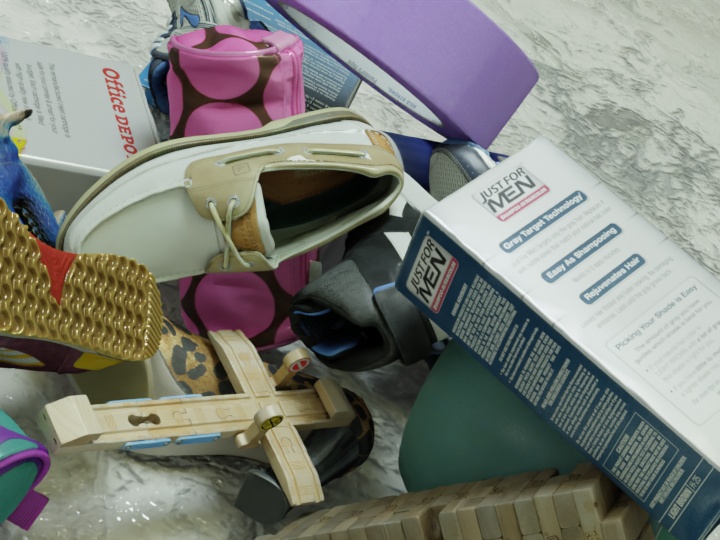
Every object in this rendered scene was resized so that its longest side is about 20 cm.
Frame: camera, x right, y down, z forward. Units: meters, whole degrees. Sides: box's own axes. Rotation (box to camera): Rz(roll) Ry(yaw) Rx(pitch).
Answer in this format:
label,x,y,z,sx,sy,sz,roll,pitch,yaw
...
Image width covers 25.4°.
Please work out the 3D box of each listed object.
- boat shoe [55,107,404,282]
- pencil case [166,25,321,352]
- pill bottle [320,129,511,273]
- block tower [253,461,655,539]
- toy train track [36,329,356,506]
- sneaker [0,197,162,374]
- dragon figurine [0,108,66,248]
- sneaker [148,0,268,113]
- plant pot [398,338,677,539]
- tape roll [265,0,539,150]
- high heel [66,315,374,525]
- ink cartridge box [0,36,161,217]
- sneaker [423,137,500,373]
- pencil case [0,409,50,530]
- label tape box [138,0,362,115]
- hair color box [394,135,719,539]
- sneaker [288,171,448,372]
label,x,y,z,sx,sy,sz,roll,pitch,yaw
boat shoe,-0.071,-0.036,0.892,0.200,0.075,0.068,-24,34,-15
pencil case,-0.067,-0.050,0.980,0.094,0.201,0.091,4,14,41
pill bottle,0.024,-0.035,1.108,0.200,0.120,0.120,7,36,-30
block tower,0.044,0.141,0.808,0.058,0.200,0.054,-24,100,-67
toy train track,-0.075,0.071,0.839,0.200,0.033,0.115,-1,52,-44
sneaker,-0.191,0.013,0.793,0.200,0.090,0.075,30,52,-51
dragon figurine,-0.215,-0.030,0.869,0.200,0.059,0.100,-22,99,-58
sneaker,-0.112,-0.152,1.098,0.085,0.077,0.200,-27,35,-6
plant pot,0.120,0.106,0.916,0.161,0.201,0.200,28,29,22
tape roll,0.020,-0.161,1.054,0.200,0.066,0.200,36,0,0
high heel,-0.087,0.061,0.938,0.200,0.071,0.143,39,26,12
ink cartridge box,-0.236,-0.081,1.005,0.200,0.084,0.145,10,35,-27
sneaker,0.065,0.017,1.021,0.085,0.200,0.077,-15,10,-30
pencil case,-0.247,0.058,0.790,0.200,0.085,0.092,39,-2,17
label tape box,-0.085,-0.136,1.224,0.144,0.063,0.200,27,38,-2
hair color box,0.125,0.031,0.789,0.200,0.061,0.100,43,51,19
sneaker,0.000,0.000,0.929,0.112,0.073,0.200,-27,19,-13
